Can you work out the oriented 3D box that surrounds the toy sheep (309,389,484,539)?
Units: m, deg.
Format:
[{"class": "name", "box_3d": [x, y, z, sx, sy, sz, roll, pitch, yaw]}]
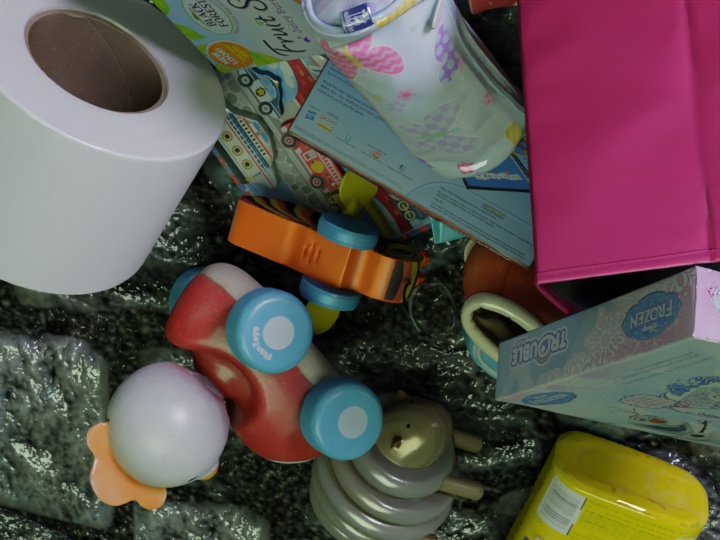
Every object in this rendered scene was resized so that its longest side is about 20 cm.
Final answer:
[{"class": "toy sheep", "box_3d": [0.022, 0.175, 1.145, 0.137, 0.138, 0.201, 26, 131, -5]}]

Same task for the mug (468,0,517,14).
[{"class": "mug", "box_3d": [0.164, -0.221, 0.825, 0.198, 0.178, 0.135, 0, 117, 8]}]

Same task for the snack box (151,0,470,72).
[{"class": "snack box", "box_3d": [-0.041, -0.203, 0.902, 0.198, 0.053, 0.142, -6, 152, 25]}]

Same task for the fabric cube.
[{"class": "fabric cube", "box_3d": [0.211, -0.080, 0.795, 0.198, 0.201, 0.196, -8, 164, 21]}]

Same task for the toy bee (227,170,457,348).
[{"class": "toy bee", "box_3d": [0.000, 0.000, 1.037, 0.200, 0.108, 0.131, 47, 114, 18]}]

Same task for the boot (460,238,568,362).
[{"class": "boot", "box_3d": [0.146, 0.060, 1.005, 0.200, 0.108, 0.075, 41, 123, -17]}]

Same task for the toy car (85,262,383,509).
[{"class": "toy car", "box_3d": [-0.120, 0.116, 1.052, 0.200, 0.184, 0.177, -44, 112, -14]}]

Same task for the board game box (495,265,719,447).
[{"class": "board game box", "box_3d": [0.214, 0.061, 0.803, 0.197, 0.044, 0.200, 13, 161, -23]}]

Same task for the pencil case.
[{"class": "pencil case", "box_3d": [0.039, -0.138, 0.865, 0.090, 0.084, 0.200, -17, 149, 18]}]

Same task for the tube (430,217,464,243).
[{"class": "tube", "box_3d": [0.144, -0.066, 1.005, 0.198, 0.050, 0.078, -5, 102, 19]}]

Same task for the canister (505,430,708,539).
[{"class": "canister", "box_3d": [0.198, 0.249, 1.175, 0.147, 0.087, 0.201, 20, 124, -1]}]

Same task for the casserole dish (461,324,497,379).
[{"class": "casserole dish", "box_3d": [0.161, 0.034, 1.071, 0.121, 0.039, 0.200, 32, 125, -8]}]

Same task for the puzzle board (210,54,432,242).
[{"class": "puzzle board", "box_3d": [-0.036, -0.092, 1.047, 0.150, 0.017, 0.201, -25, 114, 26]}]

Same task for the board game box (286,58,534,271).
[{"class": "board game box", "box_3d": [0.058, -0.094, 0.969, 0.199, 0.019, 0.103, 30, 87, 4]}]

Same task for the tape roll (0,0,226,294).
[{"class": "tape roll", "box_3d": [-0.214, -0.102, 0.971, 0.202, 0.203, 0.139, 31, 125, -8]}]
